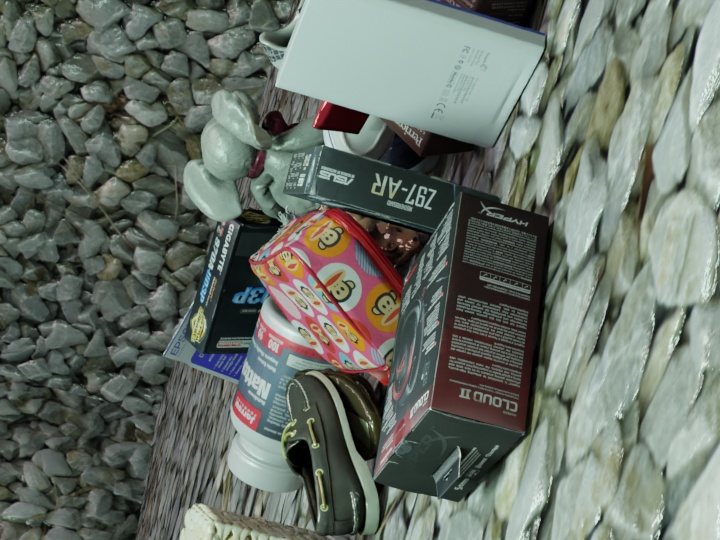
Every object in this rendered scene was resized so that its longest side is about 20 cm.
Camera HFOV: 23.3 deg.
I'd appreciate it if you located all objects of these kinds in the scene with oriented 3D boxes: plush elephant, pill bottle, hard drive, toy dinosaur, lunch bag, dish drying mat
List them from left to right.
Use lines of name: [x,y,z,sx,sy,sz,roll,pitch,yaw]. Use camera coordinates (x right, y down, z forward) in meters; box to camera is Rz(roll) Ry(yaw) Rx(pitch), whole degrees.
plush elephant: [-0.100,-0.126,1.831,0.165,0.154,0.200,-50,11,39]
pill bottle: [-0.078,0.137,1.922,0.120,0.119,0.201,-100,26,-68]
lunch bag: [-0.014,0.032,1.631,0.082,0.177,0.200,-40,9,-15]
toy dinosaur: [0.000,0.000,1.787,0.136,0.085,0.201,-88,15,-49]
dish drying mat: [0.022,-0.216,1.608,0.077,0.018,0.201,0,-55,-57]
hard drive: [0.040,-0.179,1.484,0.132,0.199,0.025,117,165,-49]

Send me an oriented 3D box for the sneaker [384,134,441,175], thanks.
sneaker: [0.031,-0.168,1.774,0.200,0.070,0.109,-88,-24,-61]

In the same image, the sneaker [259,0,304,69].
sneaker: [-0.003,-0.252,1.657,0.200,0.080,0.077,-40,32,16]

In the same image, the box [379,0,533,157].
box: [0.081,-0.213,1.567,0.100,0.075,0.201,45,130,35]

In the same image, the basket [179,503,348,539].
basket: [-0.100,0.333,1.630,0.200,0.160,0.199,174,112,-78]

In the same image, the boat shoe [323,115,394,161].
boat shoe: [0.008,-0.188,1.706,0.067,0.073,0.201,113,167,-62]

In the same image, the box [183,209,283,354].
box: [-0.088,0.014,1.954,0.046,0.199,0.160,37,116,44]

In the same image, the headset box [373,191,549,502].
headset box: [0.072,0.068,1.293,0.149,0.075,0.201,121,162,-58]

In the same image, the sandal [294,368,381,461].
sandal: [-0.013,0.136,1.730,0.200,0.054,0.082,-172,74,-70]

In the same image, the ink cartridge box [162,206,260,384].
ink cartridge box: [-0.118,0.033,2.004,0.043,0.200,0.199,37,98,43]

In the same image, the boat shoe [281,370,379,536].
boat shoe: [-0.041,0.169,1.643,0.202,0.060,0.072,-118,29,-47]

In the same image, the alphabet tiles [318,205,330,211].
alphabet tiles: [-0.082,-0.006,2.094,0.200,0.015,0.196,-42,-35,-31]

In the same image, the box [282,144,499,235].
box: [0.022,-0.067,1.541,0.200,0.159,0.044,-163,89,-80]
